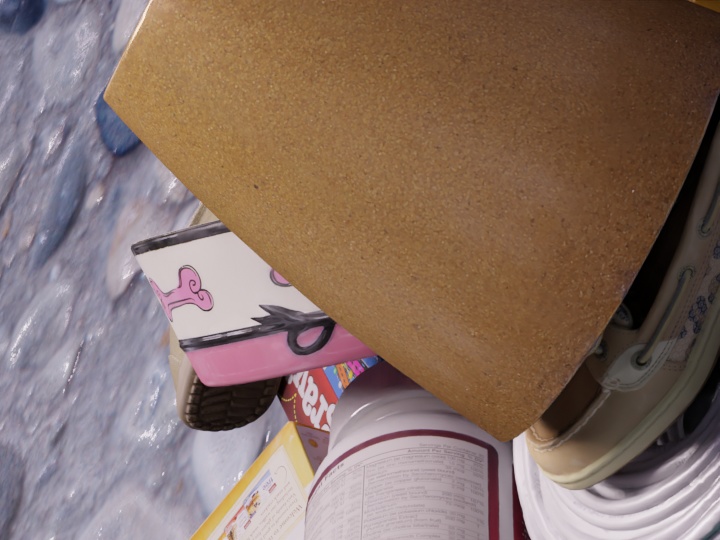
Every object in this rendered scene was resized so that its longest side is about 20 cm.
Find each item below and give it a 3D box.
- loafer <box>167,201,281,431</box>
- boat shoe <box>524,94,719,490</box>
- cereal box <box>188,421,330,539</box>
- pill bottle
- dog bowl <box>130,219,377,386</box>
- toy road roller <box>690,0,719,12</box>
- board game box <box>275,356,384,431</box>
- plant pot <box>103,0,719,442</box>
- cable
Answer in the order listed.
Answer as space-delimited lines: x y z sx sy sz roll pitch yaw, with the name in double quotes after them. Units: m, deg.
-0.063 -0.008 1.304 0.068 0.076 0.200 55 134 42 "loafer"
0.116 -0.005 1.002 0.200 0.063 0.073 -59 31 12 "boat shoe"
-0.033 0.193 1.224 0.144 0.039 0.200 -49 43 26 "cereal box"
0.028 0.132 1.112 0.110 0.109 0.200 -47 22 28 "pill bottle"
0.000 0.000 1.155 0.200 0.200 0.074 -13 91 54 "dog bowl"
0.218 -0.149 1.066 0.200 0.146 0.123 81 -154 -75 "toy road roller"
-0.014 0.040 1.306 0.200 0.019 0.103 61 139 47 "board game box"
0.009 -0.060 0.975 0.187 0.200 0.186 -63 6 11 "plant pot"
0.144 0.042 1.057 0.200 0.069 0.200 -52 32 22 "cable"
